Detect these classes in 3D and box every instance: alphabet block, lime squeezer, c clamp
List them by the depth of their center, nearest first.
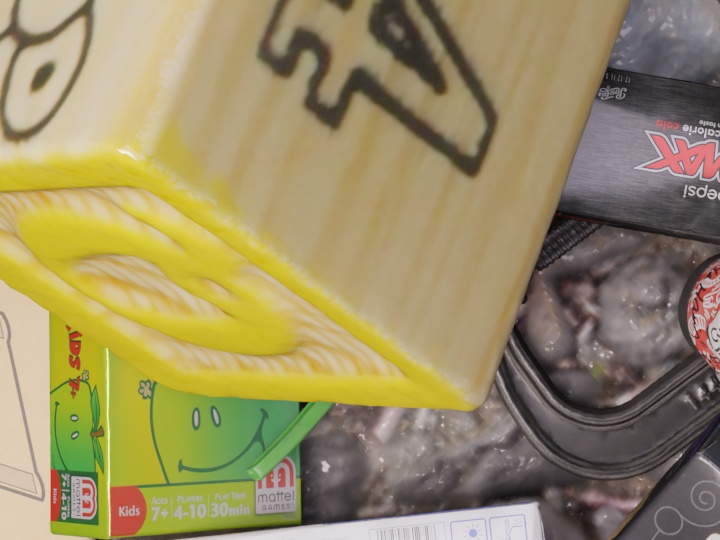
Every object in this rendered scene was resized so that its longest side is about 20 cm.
[{"bbox_3d":[-0.042,-0.079,0.975,0.196,0.195,0.201,35,68,-34],"label":"alphabet block"},{"bbox_3d":[0.000,0.000,1.109,0.038,0.070,0.201,-7,67,43],"label":"lime squeezer"},{"bbox_3d":[0.128,-0.014,1.132,0.200,0.027,0.171,-42,92,-1],"label":"c clamp"}]

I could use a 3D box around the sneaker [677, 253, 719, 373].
[{"bbox_3d":[0.229,0.058,1.072,0.201,0.108,0.067,29,93,-5],"label":"sneaker"}]

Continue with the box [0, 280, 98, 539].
[{"bbox_3d":[-0.186,0.073,1.141,0.163,0.021,0.201,18,90,2],"label":"box"}]

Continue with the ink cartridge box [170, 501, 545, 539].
[{"bbox_3d":[-0.020,0.133,1.095,0.199,0.094,0.044,-6,78,2],"label":"ink cartridge box"}]

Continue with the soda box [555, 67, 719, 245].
[{"bbox_3d":[0.140,-0.045,1.082,0.199,0.071,0.064,10,90,-3],"label":"soda box"}]

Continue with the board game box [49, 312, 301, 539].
[{"bbox_3d":[-0.079,0.010,1.099,0.101,0.048,0.201,0,89,-38],"label":"board game box"}]

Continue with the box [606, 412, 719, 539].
[{"bbox_3d":[0.132,0.159,1.016,0.122,0.106,0.200,42,118,7],"label":"box"}]
